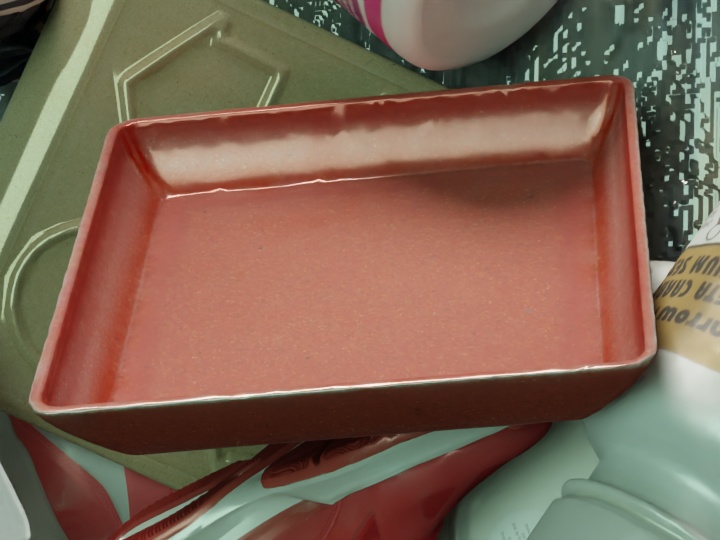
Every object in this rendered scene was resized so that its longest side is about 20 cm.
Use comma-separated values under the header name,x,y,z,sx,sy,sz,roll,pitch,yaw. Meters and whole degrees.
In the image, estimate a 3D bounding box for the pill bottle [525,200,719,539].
name,x,y,z,sx,sy,sz,roll,pitch,yaw
pill bottle,0.140,0.045,0.844,0.114,0.114,0.200,29,73,27

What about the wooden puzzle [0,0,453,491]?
name,x,y,z,sx,sy,sz,roll,pitch,yaw
wooden puzzle,-0.052,-0.009,0.989,0.200,0.046,0.186,25,92,1

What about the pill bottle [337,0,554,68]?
name,x,y,z,sx,sy,sz,roll,pitch,yaw
pill bottle,-0.009,-0.177,0.978,0.200,0.113,0.113,42,100,26

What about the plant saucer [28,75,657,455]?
name,x,y,z,sx,sy,sz,roll,pitch,yaw
plant saucer,0.000,0.000,0.877,0.199,0.200,0.037,-5,120,6

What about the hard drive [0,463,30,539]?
name,x,y,z,sx,sy,sz,roll,pitch,yaw
hard drive,-0.184,0.098,1.004,0.132,0.026,0.200,60,150,21

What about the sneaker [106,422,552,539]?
name,x,y,z,sx,sy,sz,roll,pitch,yaw
sneaker,0.004,0.112,0.930,0.200,0.078,0.116,-26,101,29

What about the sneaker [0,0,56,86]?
name,x,y,z,sx,sy,sz,roll,pitch,yaw
sneaker,-0.157,-0.108,1.018,0.078,0.200,0.080,14,108,-1

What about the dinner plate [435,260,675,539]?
name,x,y,z,sx,sy,sz,roll,pitch,yaw
dinner plate,0.099,0.095,0.925,0.200,0.024,0.201,-2,83,18

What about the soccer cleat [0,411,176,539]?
name,x,y,z,sx,sy,sz,roll,pitch,yaw
soccer cleat,-0.129,0.022,1.047,0.073,0.068,0.200,-20,71,1
